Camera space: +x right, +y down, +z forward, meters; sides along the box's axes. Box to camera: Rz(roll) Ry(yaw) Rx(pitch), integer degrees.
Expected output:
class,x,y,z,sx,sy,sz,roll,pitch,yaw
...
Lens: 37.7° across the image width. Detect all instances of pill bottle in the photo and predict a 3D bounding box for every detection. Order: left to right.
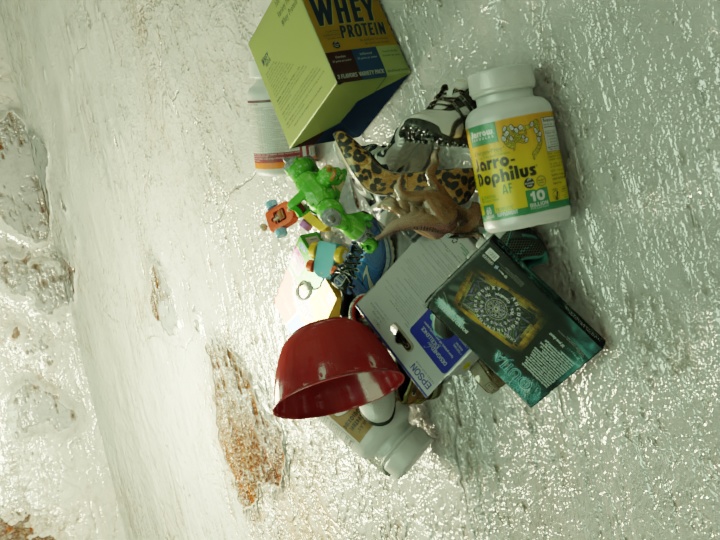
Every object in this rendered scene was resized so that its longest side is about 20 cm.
class,x,y,z,sx,sy,sz,roll,pitch,yaw
pill bottle,-0.140,-0.270,1.837,0.110,0.109,0.200,12,111,56
pill bottle,0.015,0.244,1.730,0.200,0.114,0.114,40,138,14
pill bottle,0.195,-0.155,1.334,0.113,0.113,0.200,-6,95,59

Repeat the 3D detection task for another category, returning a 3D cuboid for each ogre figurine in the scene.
class,x,y,z,sx,sy,sz,roll,pitch,yaw
ogre figurine,-0.053,-0.113,1.654,0.098,0.120,0.200,-26,70,21

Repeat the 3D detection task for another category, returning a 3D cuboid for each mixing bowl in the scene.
class,x,y,z,sx,sy,sz,roll,pitch,yaw
mixing bowl,-0.044,0.136,1.558,0.200,0.200,0.109,-46,54,54

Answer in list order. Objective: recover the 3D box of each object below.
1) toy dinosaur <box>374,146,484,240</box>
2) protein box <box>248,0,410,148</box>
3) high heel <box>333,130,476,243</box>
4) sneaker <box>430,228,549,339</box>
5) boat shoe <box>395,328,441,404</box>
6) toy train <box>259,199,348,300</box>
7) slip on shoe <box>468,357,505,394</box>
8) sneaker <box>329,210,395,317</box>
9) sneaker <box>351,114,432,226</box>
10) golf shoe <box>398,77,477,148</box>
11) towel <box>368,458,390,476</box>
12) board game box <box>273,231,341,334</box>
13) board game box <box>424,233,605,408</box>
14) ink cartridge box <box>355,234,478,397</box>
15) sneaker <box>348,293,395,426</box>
class,x,y,z,sx,sy,sz,roll,pitch,yaw
toy dinosaur,0.104,-0.073,1.397,0.136,0.200,0.086,45,126,5
protein box,-0.054,-0.334,1.650,0.199,0.135,0.200,-44,64,56
high heel,0.067,-0.156,1.505,0.143,0.071,0.200,-41,94,15
sneaker,0.174,0.020,1.411,0.091,0.078,0.200,43,103,30
boat shoe,0.087,0.116,1.652,0.072,0.068,0.200,14,112,58
toy train,-0.090,-0.052,1.856,0.150,0.056,0.200,-34,69,28
slip on shoe,0.160,0.090,1.539,0.061,0.076,0.200,-42,47,11
sneaker,0.000,0.000,1.730,0.079,0.089,0.200,32,127,48
sneaker,0.034,-0.177,1.617,0.130,0.079,0.199,44,147,30
golf shoe,0.111,-0.208,1.383,0.078,0.200,0.095,11,100,26
towel,0.005,0.237,1.875,0.193,0.034,0.200,31,129,54
board game box,-0.088,0.052,1.938,0.153,0.040,0.200,58,144,29
board game box,0.197,0.067,1.364,0.200,0.028,0.135,44,119,0
ink cartridge box,0.116,0.047,1.515,0.200,0.047,0.198,-49,55,17
sneaker,0.015,0.137,1.654,0.108,0.067,0.202,88,176,-68
